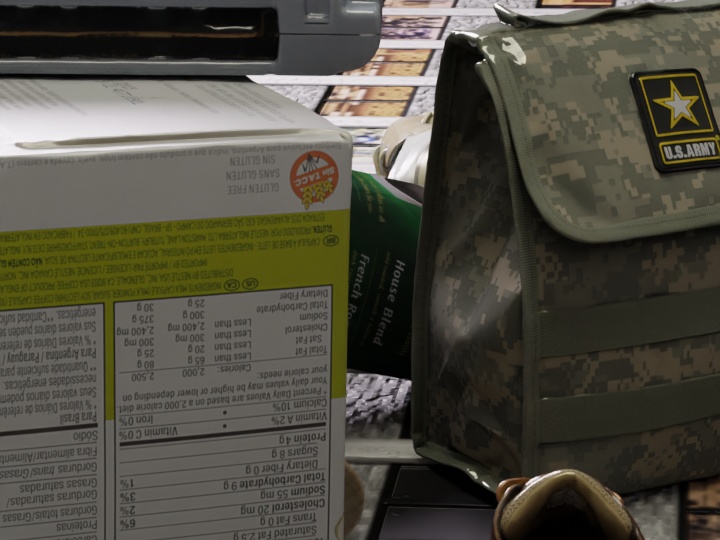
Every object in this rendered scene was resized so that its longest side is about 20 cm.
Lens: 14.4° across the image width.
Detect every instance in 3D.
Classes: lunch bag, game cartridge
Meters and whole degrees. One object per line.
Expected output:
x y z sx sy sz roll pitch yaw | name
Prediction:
0.115 -0.016 1.203 0.163 0.201 0.117 -8 17 -27 | lunch bag
-0.090 -0.104 1.114 0.199 0.042 0.133 1 10 1 | game cartridge

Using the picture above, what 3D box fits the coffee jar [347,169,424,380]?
0.000 0.000 1.288 0.199 0.086 0.104 11 13 -18 | coffee jar

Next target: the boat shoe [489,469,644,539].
0.078 0.104 1.018 0.072 0.072 0.200 0 16 3 | boat shoe

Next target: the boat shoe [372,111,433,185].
0.042 -0.048 1.565 0.068 0.075 0.200 -2 8 18 | boat shoe

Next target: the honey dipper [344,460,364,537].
-0.039 0.072 1.218 0.038 0.038 0.200 -5 12 -13 | honey dipper

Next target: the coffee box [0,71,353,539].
-0.130 0.032 1.054 0.199 0.199 0.200 -5 15 -20 | coffee box
